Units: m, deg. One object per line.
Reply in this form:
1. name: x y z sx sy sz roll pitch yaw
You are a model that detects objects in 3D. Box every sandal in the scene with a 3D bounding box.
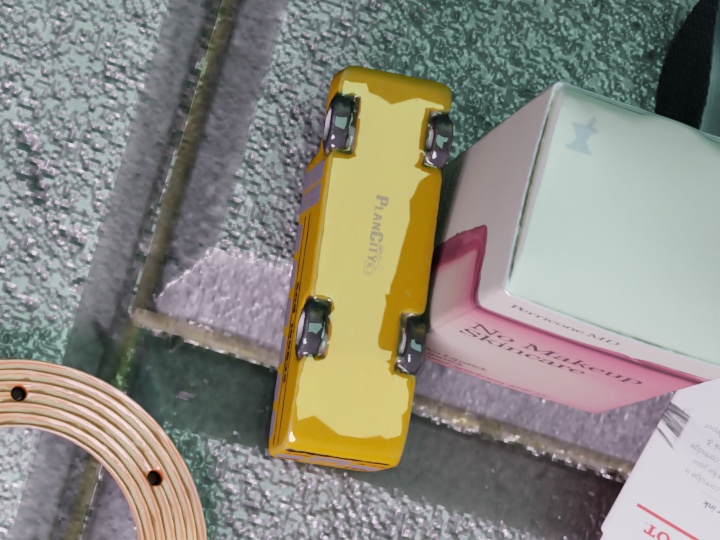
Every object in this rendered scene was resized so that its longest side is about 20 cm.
1. sandal: 0.193 -0.058 1.209 0.043 0.076 0.201 8 81 -14

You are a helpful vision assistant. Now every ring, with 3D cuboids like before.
1. ring: -0.176 0.145 1.111 0.199 0.019 0.202 2 83 -16

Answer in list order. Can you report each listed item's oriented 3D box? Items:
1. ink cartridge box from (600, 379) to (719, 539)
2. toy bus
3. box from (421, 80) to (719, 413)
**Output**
1. ink cartridge box: 0.203 0.108 1.123 0.115 0.067 0.201 30 100 12
2. toy bus: 0.000 0.000 1.147 0.065 0.078 0.201 9 80 -11
3. box: 0.111 -0.004 1.114 0.127 0.200 0.110 19 77 -10
